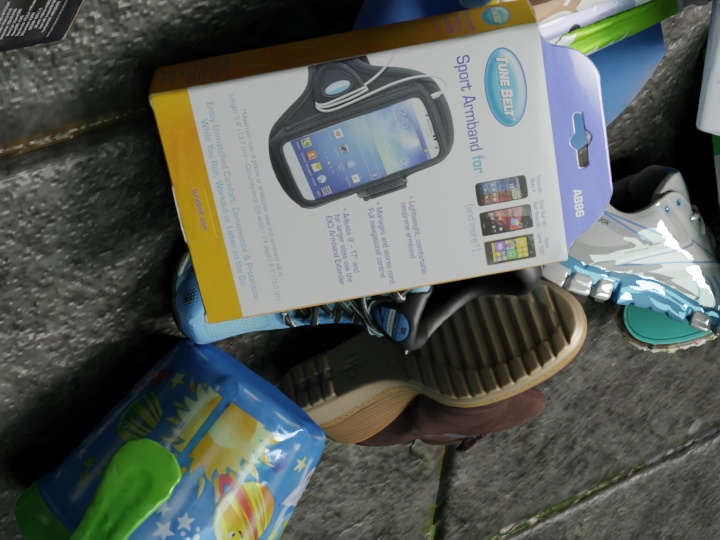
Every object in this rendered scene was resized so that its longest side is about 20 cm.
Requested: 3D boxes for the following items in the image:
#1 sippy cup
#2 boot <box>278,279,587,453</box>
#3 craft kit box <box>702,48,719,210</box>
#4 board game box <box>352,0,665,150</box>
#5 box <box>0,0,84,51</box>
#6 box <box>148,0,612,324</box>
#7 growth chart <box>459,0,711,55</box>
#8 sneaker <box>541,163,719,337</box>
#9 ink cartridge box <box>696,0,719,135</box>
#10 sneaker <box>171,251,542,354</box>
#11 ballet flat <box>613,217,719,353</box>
[{"bbox_3d":[-0.091,0.112,0.798,0.139,0.178,0.131,36,90,-24],"label":"sippy cup"},{"bbox_3d":[0.069,0.058,0.876,0.199,0.073,0.166,-18,160,31],"label":"boot"},{"bbox_3d":[0.305,-0.046,0.954,0.196,0.048,0.202,-7,91,-39],"label":"craft kit box"},{"bbox_3d":[0.072,-0.128,0.769,0.157,0.039,0.200,-30,140,-4],"label":"board game box"},{"bbox_3d":[-0.171,-0.113,0.480,0.197,0.050,0.200,-17,171,-27],"label":"box"},{"bbox_3d":[0.013,-0.051,0.697,0.198,0.042,0.120,-11,117,1],"label":"box"},{"bbox_3d":[0.105,-0.152,0.691,0.144,0.018,0.200,-28,155,-5],"label":"growth chart"},{"bbox_3d":[0.194,-0.016,0.931,0.199,0.075,0.087,15,106,-26],"label":"sneaker"},{"bbox_3d":[0.209,-0.190,0.740,0.050,0.163,0.201,12,136,7],"label":"ink cartridge box"},{"bbox_3d":[0.000,0.000,0.764,0.198,0.090,0.079,-17,144,1],"label":"sneaker"},{"bbox_3d":[0.259,-0.007,1.032,0.199,0.076,0.064,-33,176,-2],"label":"ballet flat"}]
